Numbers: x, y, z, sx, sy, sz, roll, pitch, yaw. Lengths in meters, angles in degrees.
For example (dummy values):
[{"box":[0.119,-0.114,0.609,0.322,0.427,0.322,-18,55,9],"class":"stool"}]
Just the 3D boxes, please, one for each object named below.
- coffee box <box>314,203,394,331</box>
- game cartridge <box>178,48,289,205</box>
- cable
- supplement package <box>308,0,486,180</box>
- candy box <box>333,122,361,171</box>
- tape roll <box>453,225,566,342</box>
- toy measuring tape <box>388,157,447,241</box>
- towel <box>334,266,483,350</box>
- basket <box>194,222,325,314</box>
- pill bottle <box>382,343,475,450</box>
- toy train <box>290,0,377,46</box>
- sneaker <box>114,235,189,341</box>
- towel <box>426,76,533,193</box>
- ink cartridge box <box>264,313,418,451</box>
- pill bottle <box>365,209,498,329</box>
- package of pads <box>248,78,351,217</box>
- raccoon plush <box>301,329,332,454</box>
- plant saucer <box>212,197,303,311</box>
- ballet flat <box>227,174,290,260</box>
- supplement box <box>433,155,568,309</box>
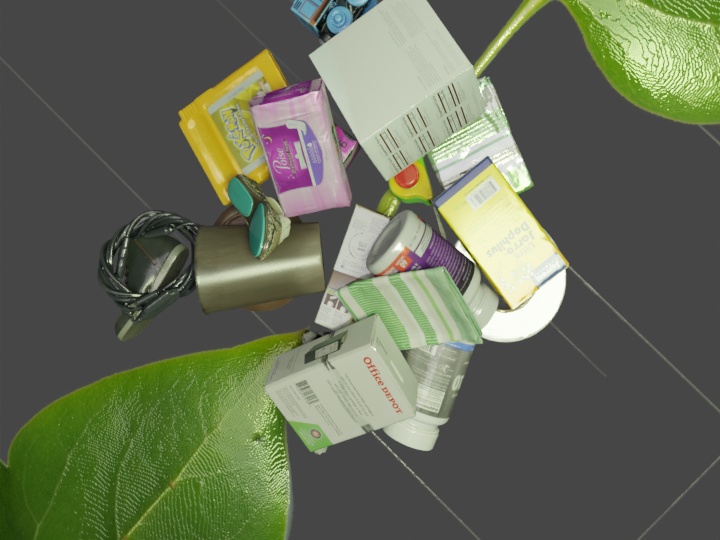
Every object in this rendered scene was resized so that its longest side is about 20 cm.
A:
[{"box":[0.000,0.000,1.160,0.078,0.114,0.204,20,96,5],"class":"coffee box"},{"box":[-0.190,-0.236,1.156,0.197,0.032,0.179,-31,89,10],"class":"game cartridge"},{"box":[-0.351,-0.020,1.185,0.198,0.051,0.165,-37,78,1],"class":"cable"},{"box":[0.060,-0.295,1.096,0.198,0.147,0.194,-32,66,8],"class":"supplement package"},{"box":[-0.114,-0.222,1.192,0.198,0.061,0.138,37,97,5],"class":"candy box"},{"box":[0.238,0.012,1.151,0.197,0.071,0.208,0,92,8],"class":"tape roll"},{"box":[0.091,-0.114,1.153,0.072,0.074,0.205,-17,74,8],"class":"toy measuring tape"},{"box":[0.071,0.065,1.039,0.196,0.024,0.154,-9,129,37],"class":"towel"},{"box":[-0.158,-0.013,1.134,0.194,0.181,0.139,-6,112,-3],"class":"basket"},{"box":[0.111,0.185,1.153,0.111,0.114,0.205,20,95,6],"class":"pill bottle"},{"box":[-0.024,-0.473,1.159,0.113,0.087,0.202,37,97,10],"class":"toy train"},{"box":[-0.400,0.019,1.241,0.105,0.075,0.203,32,87,9],"class":"sneaker"},{"box":[0.189,-0.204,1.173,0.146,0.031,0.204,-24,91,10],"class":"towel"},{"box":[-0.026,0.178,1.076,0.197,0.085,0.147,-23,114,21],"class":"ink cartridge box"},{"box":[0.114,0.010,1.062,0.199,0.112,0.112,37,97,-14],"class":"pill bottle"},{"box":[-0.091,-0.186,1.087,0.117,0.076,0.204,-11,121,7],"class":"package of pads"},{"box":[-0.064,0.200,1.210,0.132,0.097,0.203,-27,115,-4],"class":"raccoon plush"},{"box":[-0.184,-0.028,1.225,0.195,0.034,0.206,0,92,8],"class":"plant saucer"},{"box":[-0.149,-0.085,1.077,0.074,0.201,0.069,9,121,-33],"class":"ballet flat"},{"box":[0.210,-0.057,1.061,0.109,0.109,0.202,-37,88,7],"class":"supplement box"}]
